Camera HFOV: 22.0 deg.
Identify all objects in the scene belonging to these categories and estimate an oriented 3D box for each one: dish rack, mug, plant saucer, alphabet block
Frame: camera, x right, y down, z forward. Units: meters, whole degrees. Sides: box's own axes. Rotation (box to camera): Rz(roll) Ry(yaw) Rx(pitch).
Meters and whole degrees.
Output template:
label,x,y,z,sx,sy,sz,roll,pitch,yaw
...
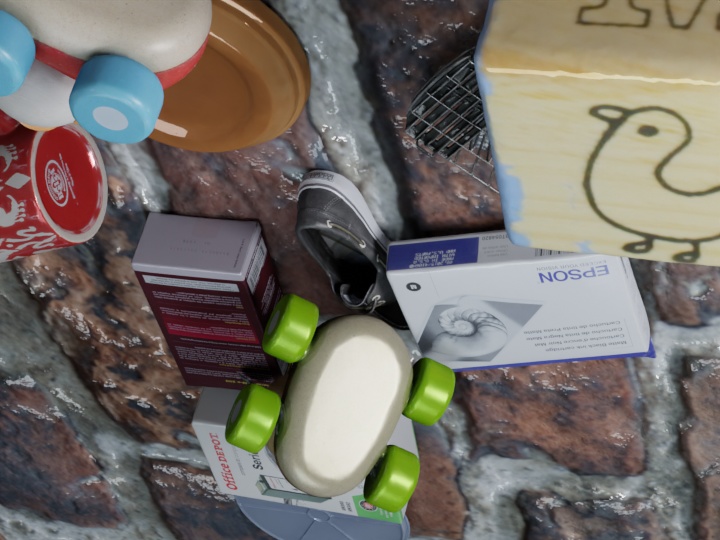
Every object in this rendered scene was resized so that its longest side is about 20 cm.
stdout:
label,x,y,z,sx,sy,sz,roll,pitch,yaw
dish rack,0.138,-0.101,1.375,0.199,0.055,0.153,31,143,-17
mug,-0.335,-0.074,1.558,0.198,0.134,0.178,-8,142,27
plant saucer,-0.138,-0.155,1.431,0.198,0.038,0.201,11,147,7
alphabet block,0.196,-0.135,1.167,0.198,0.198,0.196,5,147,17

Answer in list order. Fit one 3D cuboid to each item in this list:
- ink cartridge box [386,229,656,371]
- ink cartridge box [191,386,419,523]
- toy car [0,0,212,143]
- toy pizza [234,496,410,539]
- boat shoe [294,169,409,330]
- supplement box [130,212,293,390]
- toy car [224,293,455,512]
label,x,y,z,sx,sy,sz,roll,pitch,yaw
ink cartridge box,0.140,0.039,1.568,0.198,0.041,0.201,-6,142,18
ink cartridge box,-0.052,0.167,1.824,0.198,0.085,0.146,7,146,15
toy car,-0.204,-0.157,1.322,0.175,0.186,0.200,20,148,-5
toy pizza,-0.041,0.251,1.993,0.198,0.032,0.201,12,146,8
boat shoe,0.000,0.000,1.570,0.069,0.067,0.200,-2,143,26
supplement box,-0.127,0.034,1.683,0.108,0.061,0.201,6,145,16
toy car,-0.036,0.114,1.631,0.163,0.159,0.200,25,173,-14
